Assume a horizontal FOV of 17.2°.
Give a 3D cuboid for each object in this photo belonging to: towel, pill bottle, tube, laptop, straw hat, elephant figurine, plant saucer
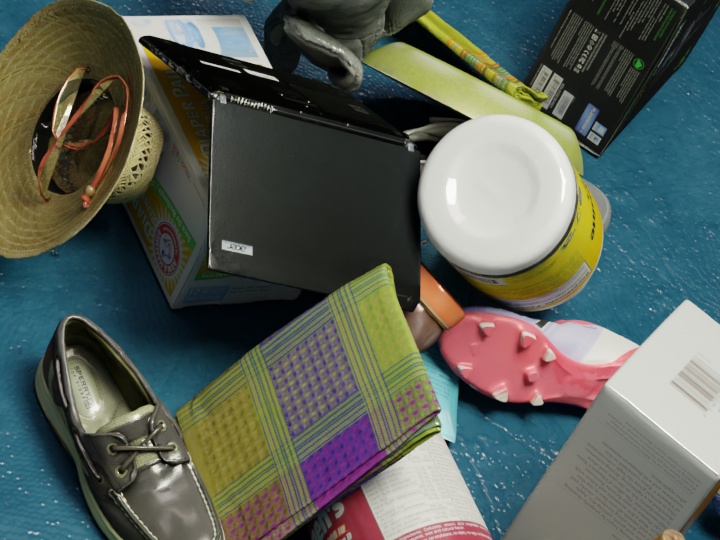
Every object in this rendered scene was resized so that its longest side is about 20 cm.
[{"bbox_3d":[-0.038,0.099,1.555,0.023,0.200,0.144,31,28,-44],"label":"towel"},{"bbox_3d":[0.014,0.150,1.582,0.109,0.110,0.201,-4,51,-31],"label":"pill bottle"},{"bbox_3d":[0.050,0.034,1.765,0.077,0.051,0.201,20,48,-9],"label":"tube"},{"bbox_3d":[0.068,-0.202,1.980,0.200,0.018,0.086,40,8,18],"label":"towel"},{"bbox_3d":[-0.057,-0.070,1.665,0.176,0.104,0.200,13,16,-34],"label":"laptop"},{"bbox_3d":[0.115,-0.034,1.723,0.113,0.112,0.200,47,2,19],"label":"pill bottle"},{"bbox_3d":[-0.186,-0.088,1.669,0.085,0.201,0.202,18,39,-42],"label":"straw hat"},{"bbox_3d":[-0.016,-0.203,1.805,0.140,0.201,0.156,-21,47,0],"label":"elephant figurine"},{"bbox_3d":[0.092,-0.132,1.870,0.199,0.031,0.200,28,4,-2],"label":"plant saucer"}]

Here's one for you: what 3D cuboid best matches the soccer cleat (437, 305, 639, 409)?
[{"bbox_3d":[0.136,0.062,1.766,0.199,0.067,0.077,15,23,-26],"label":"soccer cleat"}]

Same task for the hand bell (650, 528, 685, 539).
[{"bbox_3d":[0.156,0.227,1.518,0.103,0.201,0.105,15,43,-14],"label":"hand bell"}]

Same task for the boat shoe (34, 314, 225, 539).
[{"bbox_3d":[-0.153,0.113,1.551,0.071,0.066,0.201,-23,58,-22],"label":"boat shoe"}]

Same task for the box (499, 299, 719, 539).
[{"bbox_3d":[0.188,0.140,1.619,0.097,0.201,0.124,39,43,11],"label":"box"}]

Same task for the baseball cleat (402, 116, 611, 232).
[{"bbox_3d":[0.111,-0.065,1.846,0.198,0.106,0.070,9,71,-13],"label":"baseball cleat"}]

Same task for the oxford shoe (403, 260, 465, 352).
[{"bbox_3d":[0.000,0.000,1.737,0.071,0.073,0.200,46,1,-35],"label":"oxford shoe"}]

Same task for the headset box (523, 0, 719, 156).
[{"bbox_3d":[0.241,-0.224,2.020,0.092,0.175,0.200,35,41,8],"label":"headset box"}]

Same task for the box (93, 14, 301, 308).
[{"bbox_3d":[-0.111,-0.082,1.743,0.112,0.102,0.201,-5,52,-33],"label":"box"}]

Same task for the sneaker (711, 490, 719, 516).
[{"bbox_3d":[0.333,0.157,1.790,0.199,0.076,0.088,8,34,-32],"label":"sneaker"}]
